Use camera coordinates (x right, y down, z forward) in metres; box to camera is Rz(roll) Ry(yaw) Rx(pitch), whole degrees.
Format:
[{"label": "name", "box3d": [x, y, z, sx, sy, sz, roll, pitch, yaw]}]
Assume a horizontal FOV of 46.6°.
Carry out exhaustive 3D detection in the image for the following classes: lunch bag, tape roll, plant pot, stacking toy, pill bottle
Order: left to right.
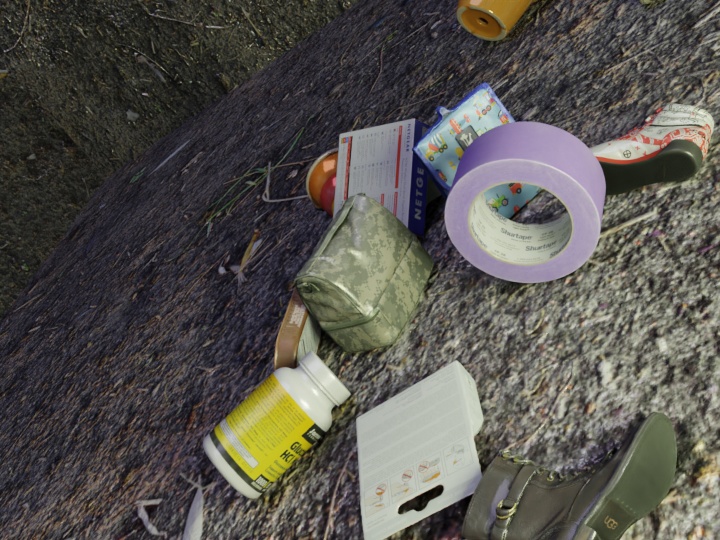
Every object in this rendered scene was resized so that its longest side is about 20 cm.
[{"label": "pill bottle", "box3d": [-0.113, 0.211, 1.169, 0.200, 0.113, 0.112, -43, 25, -4]}, {"label": "stacking toy", "box3d": [-0.014, -0.131, 1.614, 0.146, 0.146, 0.201, -37, 44, 8]}, {"label": "lunch bag", "box3d": [0.000, 0.000, 1.286, 0.139, 0.168, 0.201, -11, 37, 46]}, {"label": "lunch bag", "box3d": [0.177, -0.176, 1.282, 0.150, 0.200, 0.094, -41, 24, 0]}, {"label": "plant pot", "box3d": [0.306, -0.628, 1.872, 0.200, 0.199, 0.185, 8, 68, 58]}, {"label": "tape roll", "box3d": [0.213, -0.085, 1.084, 0.199, 0.200, 0.085, -21, 30, 36]}]

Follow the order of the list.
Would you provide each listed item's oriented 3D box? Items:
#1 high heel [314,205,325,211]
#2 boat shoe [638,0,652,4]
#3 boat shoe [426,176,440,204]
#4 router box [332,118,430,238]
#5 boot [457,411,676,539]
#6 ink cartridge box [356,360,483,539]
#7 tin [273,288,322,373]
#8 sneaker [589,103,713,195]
[{"label": "high heel", "box3d": [-0.047, -0.210, 1.804, 0.142, 0.072, 0.201, -28, 36, 11]}, {"label": "boat shoe", "box3d": [0.563, -0.568, 1.533, 0.071, 0.076, 0.201, -5, 52, 46]}, {"label": "boat shoe", "box3d": [0.109, -0.151, 1.501, 0.200, 0.072, 0.061, -25, 11, 36]}, {"label": "router box", "box3d": [0.035, -0.153, 1.478, 0.178, 0.049, 0.202, -3, 79, 41]}, {"label": "boot", "box3d": [0.190, 0.204, 0.803, 0.200, 0.069, 0.174, -51, 27, -17]}, {"label": "ink cartridge box", "box3d": [0.073, 0.219, 0.983, 0.159, 0.047, 0.201, -32, 32, 18]}, {"label": "tin", "box3d": [-0.095, 0.108, 1.316, 0.041, 0.113, 0.201, -1, 38, 13]}, {"label": "sneaker", "box3d": [0.380, -0.167, 1.141, 0.200, 0.067, 0.108, -4, 42, 47]}]
